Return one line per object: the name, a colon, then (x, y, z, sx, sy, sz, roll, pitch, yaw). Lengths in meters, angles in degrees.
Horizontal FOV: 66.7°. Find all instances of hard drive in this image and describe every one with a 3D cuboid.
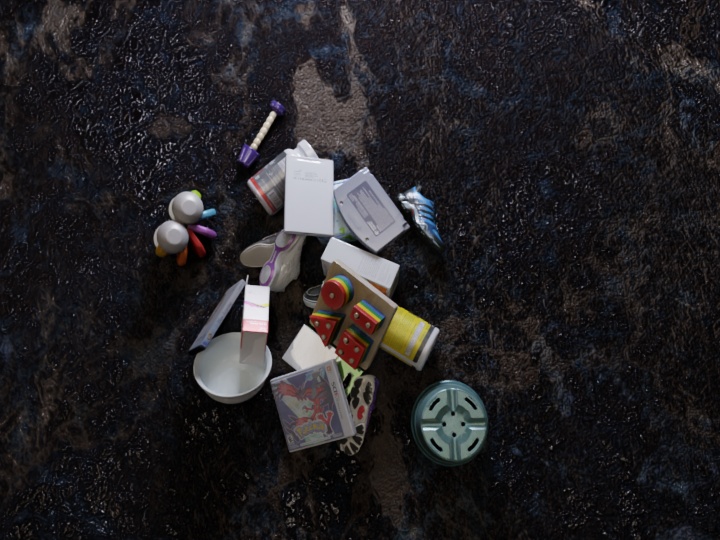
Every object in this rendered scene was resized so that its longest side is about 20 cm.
hard drive: (-0.134, -0.193, 1.420, 0.127, 0.025, 0.208, 4, 75, -17)

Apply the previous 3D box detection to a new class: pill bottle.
pill bottle: (0.091, 0.152, 1.370, 0.196, 0.115, 0.117, 29, 81, 12)
pill bottle: (-0.204, -0.257, 1.503, 0.198, 0.116, 0.117, -39, 75, -4)

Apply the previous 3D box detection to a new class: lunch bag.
lunch bag: (-0.034, -0.163, 1.477, 0.192, 0.083, 0.167, -12, 76, 4)

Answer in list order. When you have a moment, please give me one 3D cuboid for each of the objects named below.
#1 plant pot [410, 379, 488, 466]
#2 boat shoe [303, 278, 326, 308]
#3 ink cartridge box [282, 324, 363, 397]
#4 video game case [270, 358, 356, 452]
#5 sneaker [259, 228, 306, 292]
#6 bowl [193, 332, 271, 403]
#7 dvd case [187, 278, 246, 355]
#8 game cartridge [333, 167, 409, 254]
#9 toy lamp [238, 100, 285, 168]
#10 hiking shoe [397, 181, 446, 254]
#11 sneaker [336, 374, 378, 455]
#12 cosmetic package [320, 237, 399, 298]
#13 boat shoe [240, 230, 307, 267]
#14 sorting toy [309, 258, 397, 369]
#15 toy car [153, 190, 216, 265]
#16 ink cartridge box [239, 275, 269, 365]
plant pot: (0.210, 0.355, 1.266, 0.192, 0.196, 0.208, -1, 77, 6)
boat shoe: (-0.069, 0.046, 1.410, 0.193, 0.072, 0.073, -8, 35, 26)
ink cartridge box: (-0.093, 0.242, 1.398, 0.197, 0.059, 0.105, 35, 84, 13)
video game case: (-0.120, 0.335, 1.349, 0.195, 0.023, 0.189, -21, 84, 24)
sneaker: (-0.192, -0.035, 1.454, 0.074, 0.098, 0.204, 37, 98, 41)
bowl: (-0.320, 0.263, 1.386, 0.193, 0.093, 0.205, 3, 40, -3)
dvd case: (-0.368, 0.121, 1.399, 0.017, 0.141, 0.204, 36, 62, -17)
game cartridge: (0.020, -0.150, 1.409, 0.131, 0.041, 0.203, -33, 78, -10)
toy lamp: (-0.287, -0.389, 1.576, 0.057, 0.058, 0.204, 27, 78, 12)
hiking shoe: (0.177, -0.140, 1.450, 0.085, 0.075, 0.203, -32, 75, -1)
sneaker: (0.004, 0.359, 1.355, 0.079, 0.083, 0.206, 23, 95, 28)
cosmetic package: (0.000, 0.000, 1.419, 0.194, 0.102, 0.073, 23, 67, 12)
boat shoe: (-0.235, -0.065, 1.499, 0.194, 0.057, 0.069, -21, 110, 5)
sorting toy: (-0.035, 0.117, 1.324, 0.197, 0.069, 0.204, 36, 123, 19)
toy car: (-0.468, -0.111, 1.492, 0.147, 0.174, 0.205, 29, 79, -22)
ink cartridge box: (-0.268, 0.122, 1.390, 0.065, 0.119, 0.204, 5, 40, -13)
